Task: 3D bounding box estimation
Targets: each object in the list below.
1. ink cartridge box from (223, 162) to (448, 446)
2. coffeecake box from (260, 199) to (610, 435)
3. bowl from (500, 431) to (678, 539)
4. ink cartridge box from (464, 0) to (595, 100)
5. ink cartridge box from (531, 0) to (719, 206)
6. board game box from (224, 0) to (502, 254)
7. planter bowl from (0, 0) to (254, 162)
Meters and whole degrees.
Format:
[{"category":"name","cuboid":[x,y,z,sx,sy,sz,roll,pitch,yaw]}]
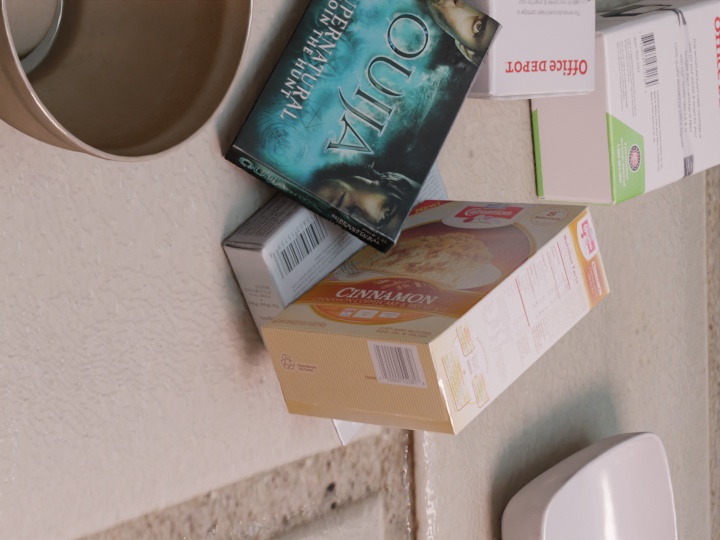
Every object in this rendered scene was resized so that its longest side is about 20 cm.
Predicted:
[{"category":"ink cartridge box","cuboid":[0.000,0.000,1.482,0.200,0.043,0.175,-45,126,-38]},{"category":"coffeecake box","cuboid":[0.055,0.027,1.399,0.200,0.153,0.074,-38,120,-41]},{"category":"bowl","cuboid":[0.190,0.247,1.711,0.199,0.074,0.202,-24,112,-47]},{"category":"ink cartridge box","cuboid":[0.114,-0.236,1.562,0.145,0.084,0.202,-7,100,-49]},{"category":"ink cartridge box","cuboid":[0.235,-0.149,1.717,0.199,0.083,0.147,-20,109,-47]},{"category":"board game box","cuboid":[0.005,-0.129,1.431,0.135,0.028,0.201,30,66,-8]},{"category":"planter bowl","cuboid":[-0.177,-0.166,1.181,0.199,0.134,0.202,-6,97,-49]}]
